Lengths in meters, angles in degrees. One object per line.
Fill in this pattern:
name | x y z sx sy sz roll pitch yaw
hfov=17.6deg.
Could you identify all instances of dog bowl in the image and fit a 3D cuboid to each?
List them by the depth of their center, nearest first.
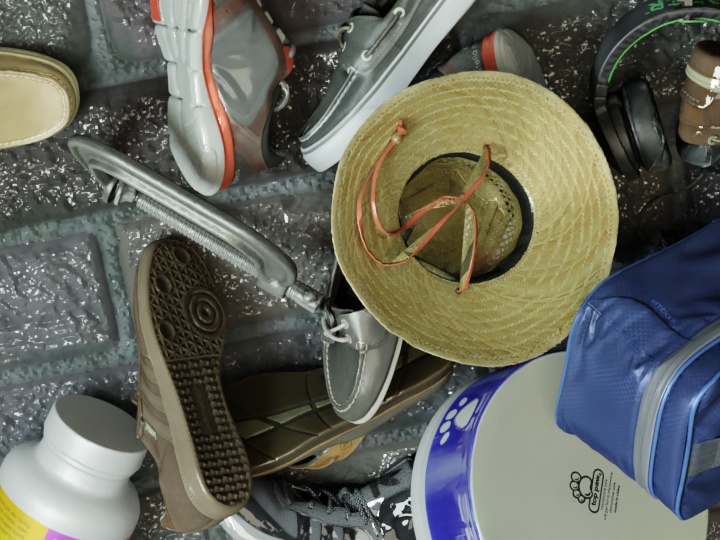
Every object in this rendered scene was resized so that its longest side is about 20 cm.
dog bowl | 0.138 0.158 1.590 0.199 0.079 0.202 9 71 -27

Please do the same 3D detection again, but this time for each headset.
headset | 0.215 -0.086 1.552 0.122 0.094 0.201 -2 128 -3

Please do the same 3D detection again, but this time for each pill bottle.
pill bottle | -0.220 0.190 1.625 0.104 0.104 0.201 22 108 -12

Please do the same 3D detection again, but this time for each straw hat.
straw hat | 0.061 -0.034 1.512 0.199 0.085 0.203 1 88 -21

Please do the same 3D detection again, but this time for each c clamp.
c clamp | -0.108 -0.027 1.543 0.199 0.171 0.027 32 83 0

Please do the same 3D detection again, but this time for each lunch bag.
lunch bag | 0.242 0.065 1.525 0.199 0.132 0.137 -26 139 -32

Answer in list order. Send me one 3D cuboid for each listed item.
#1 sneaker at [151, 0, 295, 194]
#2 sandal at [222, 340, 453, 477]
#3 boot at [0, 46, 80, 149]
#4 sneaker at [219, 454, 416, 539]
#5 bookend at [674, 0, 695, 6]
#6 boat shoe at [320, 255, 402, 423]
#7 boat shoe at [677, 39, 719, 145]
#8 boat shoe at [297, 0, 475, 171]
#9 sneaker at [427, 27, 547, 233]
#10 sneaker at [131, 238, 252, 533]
sneaker | -0.085 -0.154 1.524 0.081 0.077 0.202 -13 116 -26
sandal | -0.027 0.101 1.620 0.199 0.082 0.055 -24 135 -11
boot | -0.282 -0.089 1.485 0.198 0.156 0.073 0 111 -4
sneaker | -0.015 0.167 1.649 0.200 0.076 0.114 36 104 -22
bookend | 0.110 -0.270 1.455 0.197 0.092 0.202 -2 107 5
boat shoe | 0.000 0.000 1.563 0.057 0.067 0.202 15 89 -35
boat shoe | 0.299 -0.093 1.509 0.201 0.075 0.075 12 110 -10
boat shoe | 0.018 -0.157 1.531 0.056 0.069 0.200 37 98 -14
sneaker | 0.105 -0.064 1.575 0.081 0.077 0.201 -19 105 20
sneaker | -0.131 0.080 1.574 0.070 0.202 0.075 8 151 -42
